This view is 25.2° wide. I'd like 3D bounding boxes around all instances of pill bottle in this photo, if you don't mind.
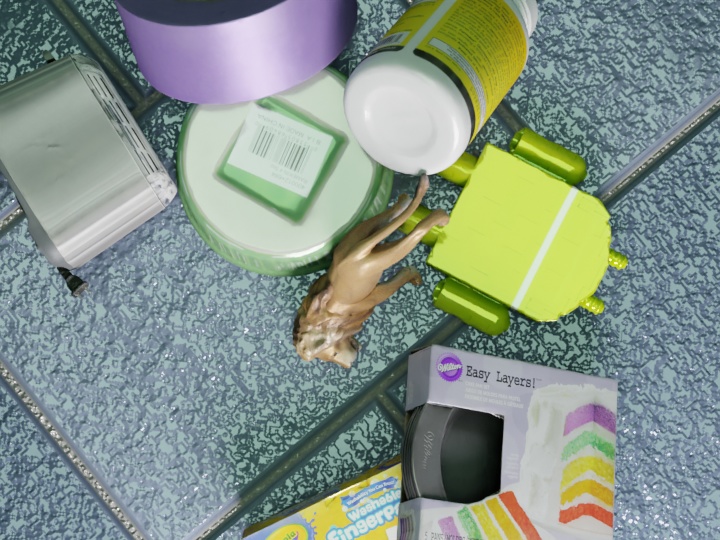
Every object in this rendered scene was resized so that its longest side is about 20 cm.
[{"bbox_3d":[0.076,-0.178,1.369,0.112,0.113,0.200,36,48,1],"label":"pill bottle"}]

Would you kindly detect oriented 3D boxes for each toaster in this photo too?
[{"bbox_3d":[-0.248,-0.092,1.407,0.129,0.114,0.200,-32,86,-3],"label":"toaster"}]

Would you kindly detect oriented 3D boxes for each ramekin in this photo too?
[{"bbox_3d":[-0.068,-0.096,1.413,0.199,0.098,0.201,0,88,0],"label":"ramekin"}]

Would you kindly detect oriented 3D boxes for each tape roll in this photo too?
[{"bbox_3d":[-0.107,-0.237,1.370,0.199,0.085,0.201,-8,45,8],"label":"tape roll"}]

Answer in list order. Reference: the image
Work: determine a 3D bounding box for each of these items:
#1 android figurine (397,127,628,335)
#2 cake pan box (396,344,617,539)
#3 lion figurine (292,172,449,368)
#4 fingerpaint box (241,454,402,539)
[{"bbox_3d":[0.140,-0.031,1.439,0.199,0.041,0.183,26,88,2],"label":"android figurine"},{"bbox_3d":[0.124,0.168,1.374,0.199,0.052,0.185,13,69,-22],"label":"cake pan box"},{"bbox_3d":[0.000,0.000,1.380,0.122,0.200,0.073,-30,64,-24],"label":"lion figurine"},{"bbox_3d":[0.020,0.262,1.411,0.199,0.073,0.167,-26,89,-3],"label":"fingerpaint box"}]
